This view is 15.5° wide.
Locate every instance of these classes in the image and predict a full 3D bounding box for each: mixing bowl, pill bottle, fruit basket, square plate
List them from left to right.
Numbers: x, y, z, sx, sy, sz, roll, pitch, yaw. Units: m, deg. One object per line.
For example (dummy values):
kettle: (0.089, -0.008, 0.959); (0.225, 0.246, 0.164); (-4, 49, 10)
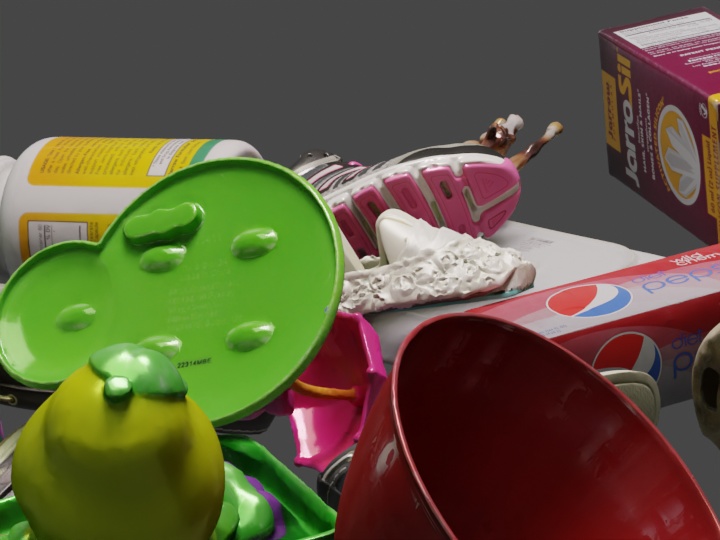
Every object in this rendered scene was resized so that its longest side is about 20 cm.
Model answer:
fruit basket: (-0.117, 0.114, 1.207); (0.214, 0.217, 0.155); (-15, 23, -22)
pill bottle: (-0.164, -0.030, 1.717); (0.198, 0.114, 0.113); (1, 22, 21)
square plate: (0.078, 0.012, 1.652); (0.199, 0.029, 0.197); (14, 29, 42)
mixing bowl: (0.061, 0.130, 1.179); (0.108, 0.200, 0.200); (-46, 2, 29)

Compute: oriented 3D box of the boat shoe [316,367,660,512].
boat shoe: (0.070, 0.092, 1.386); (0.199, 0.072, 0.067); (-21, 29, -28)

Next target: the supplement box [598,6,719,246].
supplement box: (0.236, -0.095, 1.763); (0.085, 0.111, 0.200); (-12, 21, -14)

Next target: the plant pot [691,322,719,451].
plant pot: (0.273, 0.041, 1.325); (0.183, 0.202, 0.200); (-33, 31, -29)

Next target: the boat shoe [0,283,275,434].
boat shoe: (-0.141, 0.063, 1.530); (0.200, 0.061, 0.072); (15, 25, 5)

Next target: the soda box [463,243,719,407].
soda box: (0.163, 0.038, 1.511); (0.199, 0.064, 0.070); (-15, 22, -19)

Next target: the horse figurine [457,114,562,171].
horse figurine: (0.046, -0.055, 1.745); (0.199, 0.050, 0.132); (-25, 8, 31)

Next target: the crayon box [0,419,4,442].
crayon box: (-0.305, 0.078, 1.471); (0.198, 0.120, 0.058); (-4, 21, 7)

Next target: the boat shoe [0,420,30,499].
boat shoe: (-0.177, 0.136, 1.359); (0.066, 0.072, 0.200); (17, 36, 36)

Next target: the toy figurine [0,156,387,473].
toy figurine: (-0.068, 0.052, 1.414); (0.199, 0.184, 0.151); (-10, 61, 20)

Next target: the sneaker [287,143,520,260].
sneaker: (0.000, -0.041, 1.610); (0.199, 0.074, 0.088); (-20, 34, 12)

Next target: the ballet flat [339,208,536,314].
ballet flat: (0.000, 0.000, 1.537); (0.198, 0.072, 0.072); (-11, 19, 15)
